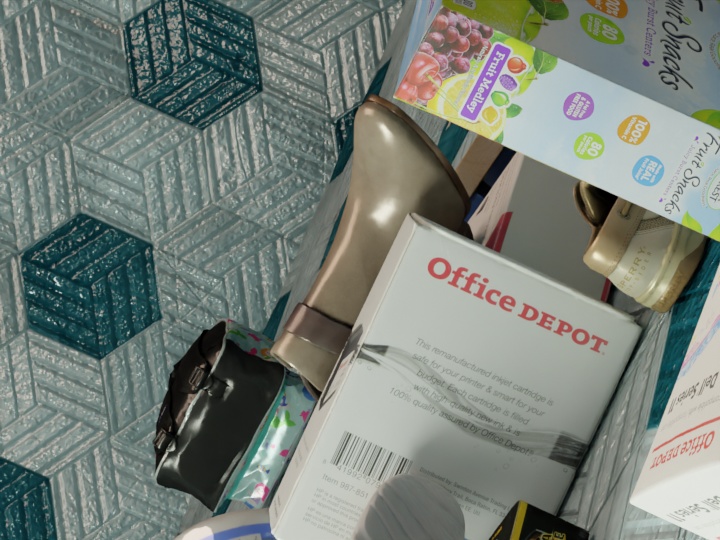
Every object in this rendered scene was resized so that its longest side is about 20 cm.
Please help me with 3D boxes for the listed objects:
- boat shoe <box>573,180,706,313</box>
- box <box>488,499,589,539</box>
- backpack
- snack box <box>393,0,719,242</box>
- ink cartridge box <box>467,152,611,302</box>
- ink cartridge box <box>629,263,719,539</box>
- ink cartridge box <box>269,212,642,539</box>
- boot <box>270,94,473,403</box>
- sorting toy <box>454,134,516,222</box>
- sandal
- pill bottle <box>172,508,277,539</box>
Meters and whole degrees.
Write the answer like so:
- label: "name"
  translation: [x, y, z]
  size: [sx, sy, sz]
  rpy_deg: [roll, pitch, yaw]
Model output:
- label: "boat shoe"
  translation: [0.160, -0.049, 1.597]
  size: [0.200, 0.064, 0.071]
  rpy_deg: [-80, 16, -64]
- label: "box"
  translation: [0.051, 0.242, 1.502]
  size: [0.200, 0.049, 0.160]
  rpy_deg: [-59, 8, 46]
- label: "backpack"
  translation: [-0.133, 0.144, 2.825]
  size: [0.178, 0.150, 0.200]
  rpy_deg: [-62, 14, 6]
- label: "snack box"
  translation: [0.128, -0.115, 1.494]
  size: [0.169, 0.200, 0.068]
  rpy_deg: [-78, 14, -58]
- label: "ink cartridge box"
  translation: [0.088, 0.035, 1.777]
  size: [0.200, 0.083, 0.147]
  rpy_deg: [123, 168, -52]
- label: "ink cartridge box"
  translation: [0.174, 0.048, 1.134]
  size: [0.117, 0.067, 0.200]
  rpy_deg: [135, 158, -71]
- label: "ink cartridge box"
  translation: [0.053, 0.086, 1.610]
  size: [0.084, 0.145, 0.200]
  rpy_deg: [-120, 55, -83]
- label: "boot"
  translation: [0.000, 0.000, 1.677]
  size: [0.146, 0.070, 0.200]
  rpy_deg: [-50, -34, -12]
- label: "sorting toy"
  translation: [0.133, -0.105, 1.869]
  size: [0.200, 0.070, 0.199]
  rpy_deg: [-54, -2, -31]
- label: "sandal"
  translation: [0.003, 0.203, 1.515]
  size: [0.207, 0.079, 0.059]
  rpy_deg: [-61, 1, -41]
- label: "pill bottle"
  translation: [-0.052, 0.252, 1.642]
  size: [0.114, 0.114, 0.200]
  rpy_deg: [122, 143, -49]
